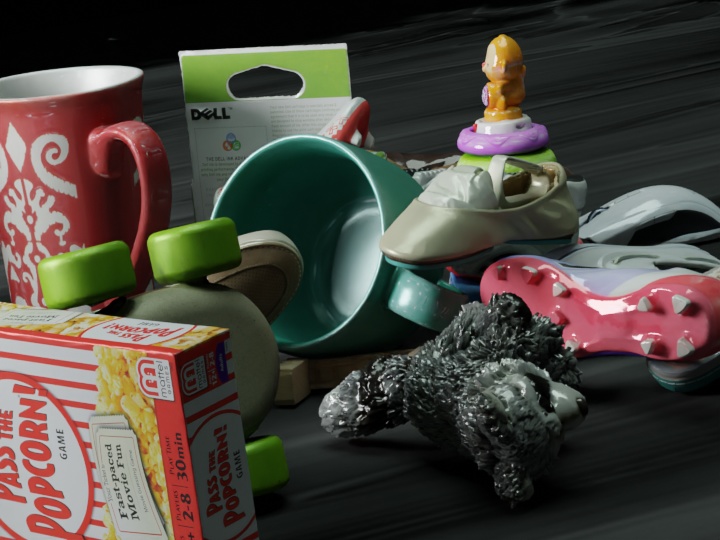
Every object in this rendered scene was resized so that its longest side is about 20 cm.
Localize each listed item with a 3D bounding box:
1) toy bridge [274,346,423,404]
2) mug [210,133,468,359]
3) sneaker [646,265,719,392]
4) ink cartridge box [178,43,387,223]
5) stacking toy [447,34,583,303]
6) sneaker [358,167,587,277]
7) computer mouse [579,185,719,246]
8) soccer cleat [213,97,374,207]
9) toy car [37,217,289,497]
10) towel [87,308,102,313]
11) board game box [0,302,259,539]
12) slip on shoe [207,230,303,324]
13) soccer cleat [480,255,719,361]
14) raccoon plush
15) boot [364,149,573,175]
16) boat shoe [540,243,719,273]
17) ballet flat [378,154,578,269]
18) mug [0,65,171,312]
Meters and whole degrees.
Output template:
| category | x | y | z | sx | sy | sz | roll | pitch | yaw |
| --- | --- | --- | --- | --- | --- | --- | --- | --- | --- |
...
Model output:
| category | x | y | z | sx | sy | sz | roll | pitch | yaw |
| --- | --- | --- | --- | --- | --- | --- | --- | --- | --- |
| toy bridge | 0.038 | 0.070 | 1.624 | 0.199 | 0.027 | 0.067 | 0 | 12 | 22 |
| mug | -0.010 | 0.002 | 1.697 | 0.152 | 0.186 | 0.114 | -38 | -27 | 21 |
| sneaker | 0.264 | 0.032 | 1.625 | 0.071 | 0.080 | 0.200 | 24 | 50 | 36 |
| ink cartridge box | -0.056 | -0.084 | 1.920 | 0.147 | 0.201 | 0.076 | -1 | 14 | 18 |
| stacking toy | 0.112 | -0.078 | 1.826 | 0.109 | 0.201 | 0.116 | -5 | 13 | 1 |
| sneaker | 0.068 | -0.035 | 1.765 | 0.199 | 0.082 | 0.075 | 4 | 8 | 29 |
| computer mouse | 0.206 | -0.042 | 1.972 | 0.199 | 0.044 | 0.110 | -9 | 13 | -13 |
| soccer cleat | -0.064 | -0.056 | 1.845 | 0.085 | 0.201 | 0.069 | 36 | 13 | 13 |
| toy car | -0.161 | 0.070 | 1.467 | 0.157 | 0.165 | 0.199 | -14 | 2 | -42 |
| towel | -0.256 | 0.060 | 1.672 | 0.199 | 0.024 | 0.152 | -20 | 0 | 43 |
| board game box | -0.147 | 0.100 | 1.317 | 0.199 | 0.153 | 0.046 | 5 | 19 | 39 |
| slip on shoe | -0.118 | 0.048 | 1.606 | 0.199 | 0.076 | 0.061 | -30 | 36 | -11 |
| soccer cleat | 0.165 | 0.023 | 1.573 | 0.076 | 0.067 | 0.199 | -12 | 13 | -43 |
| raccoon plush | 0.052 | 0.101 | 1.455 | 0.199 | 0.097 | 0.134 | -32 | 14 | 31 |
| boot | 0.072 | -0.071 | 2.150 | 0.199 | 0.073 | 0.166 | 2 | 3 | 32 |
| boat shoe | 0.188 | 0.014 | 1.690 | 0.199 | 0.074 | 0.067 | -16 | 17 | -36 |
| ballet flat | 0.081 | -0.044 | 1.623 | 0.069 | 0.070 | 0.199 | 4 | 9 | 36 |
| mug | -0.215 | -0.040 | 1.812 | 0.132 | 0.201 | 0.178 | -8 | 15 | -12 |
